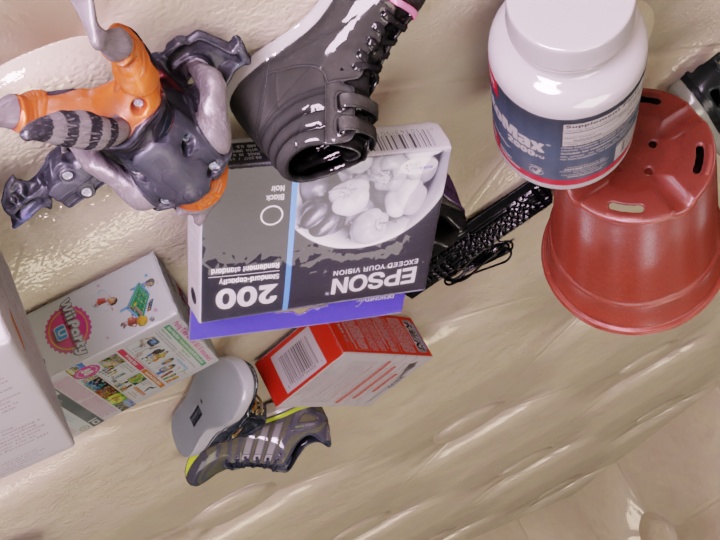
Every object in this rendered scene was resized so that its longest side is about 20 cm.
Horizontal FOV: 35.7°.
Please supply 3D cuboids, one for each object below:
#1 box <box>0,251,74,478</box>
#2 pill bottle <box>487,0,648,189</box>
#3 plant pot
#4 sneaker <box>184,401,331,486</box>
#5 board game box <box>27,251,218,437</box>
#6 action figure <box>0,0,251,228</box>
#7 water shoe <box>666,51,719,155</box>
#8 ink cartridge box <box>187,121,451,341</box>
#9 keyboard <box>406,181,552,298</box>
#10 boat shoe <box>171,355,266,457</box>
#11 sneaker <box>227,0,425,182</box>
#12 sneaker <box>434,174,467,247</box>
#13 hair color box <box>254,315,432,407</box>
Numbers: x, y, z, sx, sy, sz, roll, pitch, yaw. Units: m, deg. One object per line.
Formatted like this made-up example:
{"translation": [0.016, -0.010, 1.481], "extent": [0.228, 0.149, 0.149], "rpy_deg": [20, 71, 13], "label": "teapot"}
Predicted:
{"translation": [-0.270, 0.037, 0.706], "extent": [0.105, 0.153, 0.201], "rpy_deg": [-22, 157, -13], "label": "box"}
{"translation": [0.156, -0.155, 0.851], "extent": [0.119, 0.120, 0.200], "rpy_deg": [-28, 158, -2], "label": "pill bottle"}
{"translation": [0.274, -0.067, 1.121], "extent": [0.199, 0.202, 0.196], "rpy_deg": [-28, 150, -1], "label": "plant pot"}
{"translation": [-0.125, 0.220, 1.388], "extent": [0.198, 0.082, 0.074], "rpy_deg": [-28, 158, -1], "label": "sneaker"}
{"translation": [-0.236, 0.078, 0.963], "extent": [0.198, 0.065, 0.148], "rpy_deg": [-26, 159, -3], "label": "board game box"}
{"translation": [-0.157, -0.071, 0.681], "extent": [0.199, 0.105, 0.193], "rpy_deg": [-38, 147, 17], "label": "action figure"}
{"translation": [0.389, -0.169, 1.173], "extent": [0.079, 0.072, 0.199], "rpy_deg": [-40, 156, 23], "label": "water shoe"}
{"translation": [-0.037, -0.017, 0.885], "extent": [0.195, 0.044, 0.202], "rpy_deg": [-8, 132, -17], "label": "ink cartridge box"}
{"translation": [0.131, -0.023, 1.224], "extent": [0.199, 0.040, 0.104], "rpy_deg": [-34, 157, 16], "label": "keyboard"}
{"translation": [-0.136, 0.139, 1.221], "extent": [0.090, 0.072, 0.200], "rpy_deg": [-15, 161, -34], "label": "boat shoe"}
{"translation": [0.004, -0.135, 0.735], "extent": [0.199, 0.100, 0.070], "rpy_deg": [-38, 155, 18], "label": "sneaker"}
{"translation": [0.015, -0.052, 0.948], "extent": [0.198, 0.088, 0.076], "rpy_deg": [-10, 152, -39], "label": "sneaker"}
{"translation": [-0.015, 0.103, 1.291], "extent": [0.111, 0.064, 0.199], "rpy_deg": [-39, 155, 22], "label": "hair color box"}
